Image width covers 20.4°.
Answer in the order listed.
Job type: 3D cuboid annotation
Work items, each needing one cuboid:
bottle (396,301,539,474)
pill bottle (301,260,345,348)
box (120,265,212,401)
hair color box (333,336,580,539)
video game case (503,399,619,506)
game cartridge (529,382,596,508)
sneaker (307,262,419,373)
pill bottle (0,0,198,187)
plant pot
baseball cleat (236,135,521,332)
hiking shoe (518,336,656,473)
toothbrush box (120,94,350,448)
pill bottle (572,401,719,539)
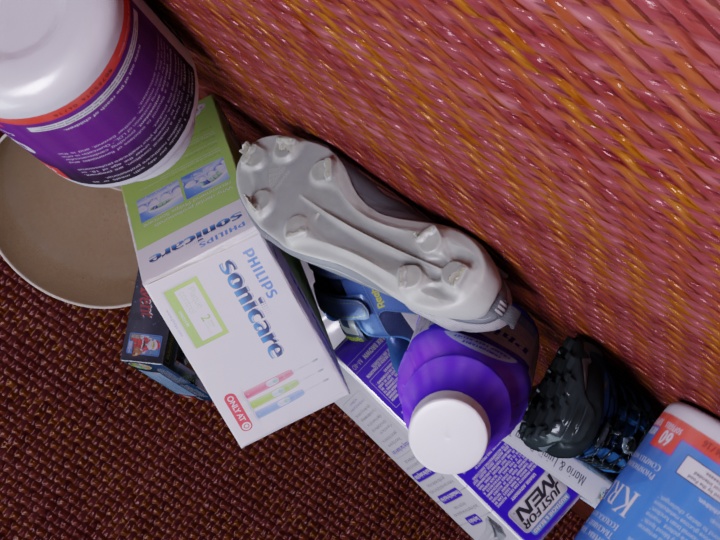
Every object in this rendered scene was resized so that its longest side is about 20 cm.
[{"bbox_3d":[0.064,0.067,1.233,0.083,0.066,0.200,23,-162,3],"label":"bottle"},{"bbox_3d":[-0.009,0.043,1.711,0.112,0.112,0.200,32,175,46],"label":"pill bottle"},{"bbox_3d":[-0.134,-0.007,1.613,0.037,0.201,0.137,6,166,18],"label":"box"},{"bbox_3d":[0.061,0.119,1.460,0.200,0.065,0.109,46,164,2],"label":"hair color box"},{"bbox_3d":[0.196,0.145,1.388,0.182,0.024,0.200,34,-167,36],"label":"video game case"},{"bbox_3d":[0.199,0.155,1.506,0.199,0.041,0.133,33,-170,15],"label":"game cartridge"},{"bbox_3d":[0.000,0.000,1.351,0.200,0.082,0.074,40,177,-30],"label":"sneaker"},{"bbox_3d":[-0.162,-0.116,1.149,0.112,0.113,0.200,35,176,20],"label":"pill bottle"},{"bbox_3d":[-0.232,-0.085,1.831,0.200,0.200,0.135,37,-149,-10],"label":"plant pot"},{"bbox_3d":[0.009,-0.013,1.208,0.200,0.070,0.106,35,176,34],"label":"baseball cleat"},{"bbox_3d":[0.152,0.089,1.255,0.086,0.075,0.200,29,-175,5],"label":"hiking shoe"},{"bbox_3d":[-0.090,-0.004,1.340,0.146,0.086,0.200,62,-179,-33],"label":"toothbrush box"},{"bbox_3d":[0.174,0.188,1.186,0.112,0.200,0.112,36,176,3],"label":"pill bottle"}]
